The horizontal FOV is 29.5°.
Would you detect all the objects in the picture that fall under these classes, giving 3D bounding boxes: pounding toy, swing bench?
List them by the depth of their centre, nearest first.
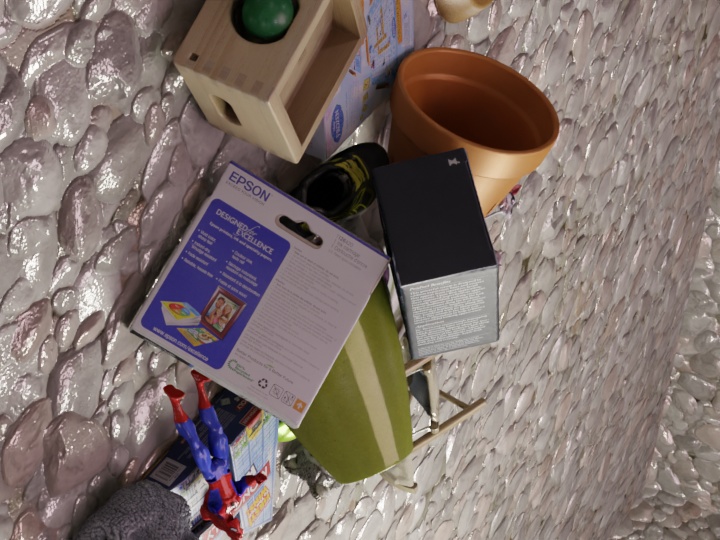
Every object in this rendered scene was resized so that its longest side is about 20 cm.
[{"bbox_3d":[-0.094,-0.238,1.276,0.184,0.142,0.200,-63,166,-11],"label":"pounding toy"},{"bbox_3d":[0.072,0.172,1.943,0.200,0.130,0.199,-46,149,-30],"label":"swing bench"}]

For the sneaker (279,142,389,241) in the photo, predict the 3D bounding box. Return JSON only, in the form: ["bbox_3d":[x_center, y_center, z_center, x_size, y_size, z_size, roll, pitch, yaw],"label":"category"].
[{"bbox_3d":[-0.021,-0.090,1.534,0.200,0.074,0.085,-43,-176,-40],"label":"sneaker"}]

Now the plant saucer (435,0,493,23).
[{"bbox_3d":[0.157,-0.409,1.748,0.200,0.035,0.200,-46,148,-40],"label":"plant saucer"}]

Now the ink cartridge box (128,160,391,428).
[{"bbox_3d":[-0.100,0.025,1.390,0.200,0.198,0.047,-61,-171,-17],"label":"ink cartridge box"}]

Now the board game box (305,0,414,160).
[{"bbox_3d":[-0.006,-0.258,1.521,0.200,0.041,0.200,-49,150,-37],"label":"board game box"}]

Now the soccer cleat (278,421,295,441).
[{"bbox_3d":[-0.071,0.114,1.671,0.081,0.068,0.200,23,89,-54],"label":"soccer cleat"}]

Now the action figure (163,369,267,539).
[{"bbox_3d":[-0.143,0.212,1.455,0.065,0.099,0.200,-30,122,-32],"label":"action figure"}]

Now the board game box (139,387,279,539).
[{"bbox_3d":[-0.163,0.255,1.592,0.200,0.062,0.200,-49,149,-37],"label":"board game box"}]

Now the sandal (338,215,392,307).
[{"bbox_3d":[0.005,-0.001,1.610,0.050,0.082,0.203,-12,86,-44],"label":"sandal"}]

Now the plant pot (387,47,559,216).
[{"bbox_3d":[0.117,-0.149,1.614,0.200,0.200,0.140,-39,159,-48],"label":"plant pot"}]

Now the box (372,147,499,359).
[{"bbox_3d":[0.086,-0.014,1.510,0.200,0.107,0.149,78,-1,-63],"label":"box"}]

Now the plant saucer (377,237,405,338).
[{"bbox_3d":[0.019,0.031,1.803,0.200,0.050,0.200,-46,147,-42],"label":"plant saucer"}]

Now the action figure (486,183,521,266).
[{"bbox_3d":[0.121,-0.081,1.759,0.200,0.149,0.134,-21,141,-36],"label":"action figure"}]

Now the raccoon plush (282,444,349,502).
[{"bbox_3d":[-0.036,0.278,1.853,0.134,0.097,0.200,-43,147,-30],"label":"raccoon plush"}]

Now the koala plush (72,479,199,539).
[{"bbox_3d":[-0.189,0.331,1.397,0.177,0.200,0.184,-9,116,-46],"label":"koala plush"}]

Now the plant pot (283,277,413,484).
[{"bbox_3d":[-0.023,0.128,1.525,0.187,0.187,0.200,-31,99,-54],"label":"plant pot"}]
